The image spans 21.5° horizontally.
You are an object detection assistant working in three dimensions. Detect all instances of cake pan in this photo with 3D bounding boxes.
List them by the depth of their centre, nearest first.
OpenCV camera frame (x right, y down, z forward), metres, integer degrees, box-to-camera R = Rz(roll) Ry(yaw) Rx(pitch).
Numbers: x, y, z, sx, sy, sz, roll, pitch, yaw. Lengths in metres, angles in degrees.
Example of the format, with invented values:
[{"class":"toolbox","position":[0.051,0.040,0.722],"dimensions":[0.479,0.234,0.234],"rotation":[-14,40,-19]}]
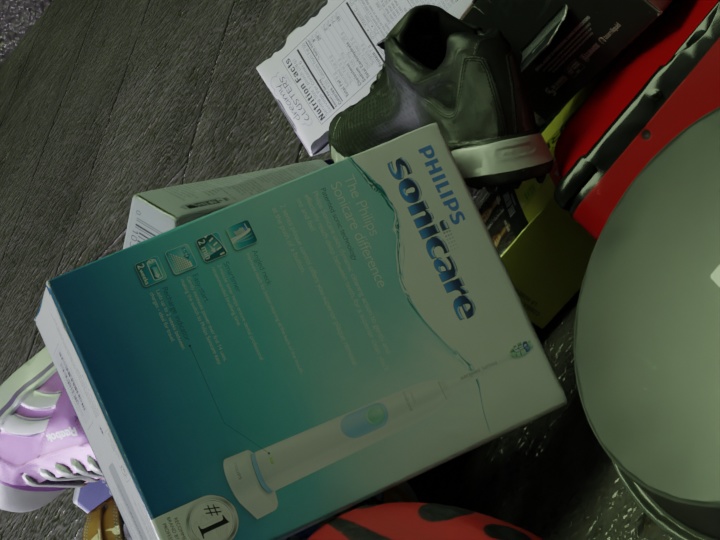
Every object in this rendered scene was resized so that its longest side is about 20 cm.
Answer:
[{"class":"cake pan","position":[0.161,0.012,0.736],"dimensions":[0.200,0.037,0.201],"rotation":[-26,51,37]}]

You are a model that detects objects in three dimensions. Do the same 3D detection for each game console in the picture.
[{"class":"game console","position":[0.190,-0.084,0.861],"dimensions":[0.200,0.172,0.119],"rotation":[-51,-22,16]}]

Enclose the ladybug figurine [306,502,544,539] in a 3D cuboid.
[{"class":"ladybug figurine","position":[0.031,0.150,0.786],"dimensions":[0.136,0.072,0.200],"rotation":[-36,29,-27]}]

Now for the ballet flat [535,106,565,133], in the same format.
[{"class":"ballet flat","position":[0.104,-0.118,1.117],"dimensions":[0.200,0.072,0.072],"rotation":[-19,41,60]}]

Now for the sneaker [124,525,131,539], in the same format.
[{"class":"sneaker","position":[-0.111,0.100,1.248],"dimensions":[0.200,0.091,0.076],"rotation":[-51,10,10]}]

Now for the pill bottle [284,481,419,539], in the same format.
[{"class":"pill bottle","position":[-0.037,0.188,0.911],"dimensions":[0.112,0.112,0.200],"rotation":[-39,26,40]}]

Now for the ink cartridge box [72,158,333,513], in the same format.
[{"class":"ink cartridge box","position":[-0.067,0.037,1.101],"dimensions":[0.041,0.200,0.200],"rotation":[29,118,31]}]

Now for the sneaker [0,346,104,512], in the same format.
[{"class":"sneaker","position":[-0.132,0.094,0.973],"dimensions":[0.201,0.073,0.114],"rotation":[-48,56,37]}]

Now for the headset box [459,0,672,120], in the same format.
[{"class":"headset box","position":[0.136,-0.176,0.962],"dimensions":[0.200,0.075,0.149],"rotation":[-51,2,-23]}]

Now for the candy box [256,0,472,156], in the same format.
[{"class":"candy box","position":[0.059,-0.165,1.171],"dimensions":[0.168,0.072,0.200],"rotation":[-22,-13,-49]}]

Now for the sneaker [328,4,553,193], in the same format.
[{"class":"sneaker","position":[0.034,-0.091,0.970],"dimensions":[0.200,0.066,0.091],"rotation":[-167,66,-67]}]

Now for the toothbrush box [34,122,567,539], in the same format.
[{"class":"toothbrush box","position":[-0.029,0.040,0.873],"dimensions":[0.200,0.147,0.085],"rotation":[-24,-6,-17]}]

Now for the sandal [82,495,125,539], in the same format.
[{"class":"sandal","position":[-0.134,0.161,1.022],"dimensions":[0.200,0.055,0.082],"rotation":[-59,-1,-10]}]

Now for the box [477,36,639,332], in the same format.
[{"class":"box","position":[0.130,-0.060,0.992],"dimensions":[0.200,0.050,0.075],"rotation":[-48,20,18]}]
